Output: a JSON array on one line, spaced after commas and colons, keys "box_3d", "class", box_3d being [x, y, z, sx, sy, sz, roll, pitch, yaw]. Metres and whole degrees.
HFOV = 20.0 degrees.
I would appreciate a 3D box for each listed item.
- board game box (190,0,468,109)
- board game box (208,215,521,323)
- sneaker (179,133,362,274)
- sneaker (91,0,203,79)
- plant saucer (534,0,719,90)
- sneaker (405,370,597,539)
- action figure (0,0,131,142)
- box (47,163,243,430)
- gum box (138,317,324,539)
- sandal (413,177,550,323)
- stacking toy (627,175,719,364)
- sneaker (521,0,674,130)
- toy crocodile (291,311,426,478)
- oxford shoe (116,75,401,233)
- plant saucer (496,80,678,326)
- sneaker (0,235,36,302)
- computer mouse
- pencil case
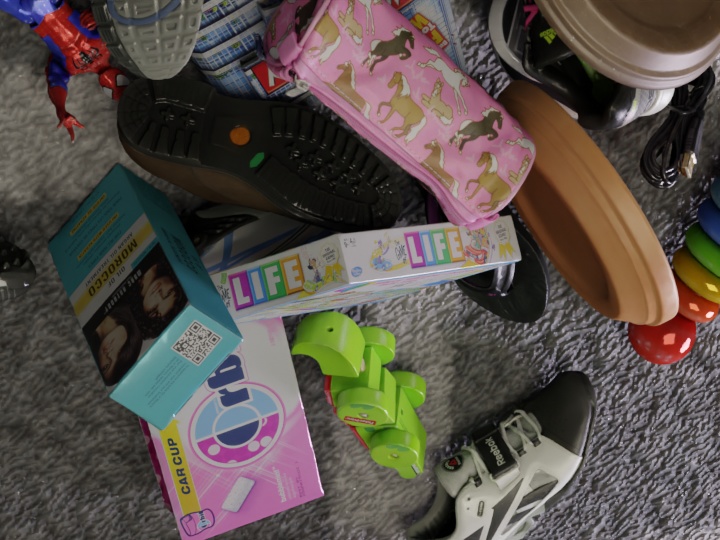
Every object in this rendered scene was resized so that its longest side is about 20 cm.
[{"box_3d": [-0.019, -0.177, 1.376, 0.200, 0.062, 0.200, -34, 124, 0], "class": "board game box"}, {"box_3d": [0.000, 0.000, 1.401, 0.200, 0.134, 0.034, -7, 83, -52], "class": "board game box"}, {"box_3d": [-0.073, -0.023, 1.438, 0.199, 0.072, 0.073, -29, 118, -2], "class": "sneaker"}, {"box_3d": [-0.129, -0.220, 1.277, 0.074, 0.087, 0.201, 0, 110, 9], "class": "sneaker"}, {"box_3d": [0.185, -0.220, 1.371, 0.199, 0.029, 0.201, 11, 70, -33], "class": "plant saucer"}, {"box_3d": [0.109, 0.158, 1.611, 0.088, 0.074, 0.200, 23, 108, -32], "class": "sneaker"}, {"box_3d": [-0.207, -0.164, 1.292, 0.065, 0.099, 0.200, -38, 127, 9], "class": "action figure"}, {"box_3d": [-0.146, 0.014, 1.352, 0.049, 0.200, 0.082, 36, 101, -34], "class": "box"}, {"box_3d": [-0.104, 0.100, 1.499, 0.113, 0.066, 0.201, -19, 123, -11], "class": "gum box"}, {"box_3d": [0.076, -0.032, 1.489, 0.075, 0.048, 0.201, -9, 125, 32], "class": "sandal"}, {"box_3d": [0.275, -0.010, 1.581, 0.085, 0.085, 0.200, 24, 113, -30], "class": "stacking toy"}, {"box_3d": [0.138, -0.178, 1.385, 0.074, 0.087, 0.200, -23, 104, 41], "class": "sneaker"}, {"box_3d": [0.006, 0.097, 1.527, 0.061, 0.068, 0.200, -5, 150, 19], "class": "toy crocodile"}, {"box_3d": [-0.068, -0.073, 1.376, 0.199, 0.084, 0.073, 22, 71, -3], "class": "oxford shoe"}, {"box_3d": [0.150, -0.040, 1.435, 0.037, 0.200, 0.201, -35, 125, -7], "class": "plant saucer"}, {"box_3d": [-0.318, 0.025, 1.377, 0.199, 0.067, 0.091, -7, 123, -13], "class": "sneaker"}, {"box_3d": [0.166, -0.140, 1.468, 0.199, 0.044, 0.110, 27, 65, -23], "class": "computer mouse"}, {"box_3d": [0.027, -0.111, 1.332, 0.200, 0.083, 0.087, 37, 96, -26], "class": "pencil case"}]
